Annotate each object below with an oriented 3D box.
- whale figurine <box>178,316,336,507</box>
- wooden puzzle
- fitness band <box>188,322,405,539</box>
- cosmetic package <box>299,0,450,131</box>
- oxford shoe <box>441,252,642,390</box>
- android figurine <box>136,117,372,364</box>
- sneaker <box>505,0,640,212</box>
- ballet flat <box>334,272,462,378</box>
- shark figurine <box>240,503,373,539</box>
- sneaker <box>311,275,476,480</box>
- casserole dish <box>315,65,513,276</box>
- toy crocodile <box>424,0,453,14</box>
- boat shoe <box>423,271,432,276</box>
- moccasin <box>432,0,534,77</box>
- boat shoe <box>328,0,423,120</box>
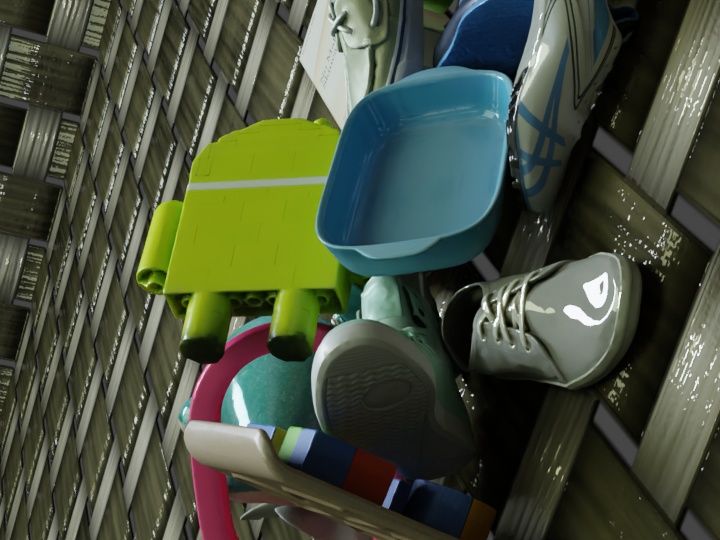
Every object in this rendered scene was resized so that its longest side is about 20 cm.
[{"bbox_3d":[-0.056,0.099,1.261,0.200,0.157,0.105,-76,-10,-68],"label":"whale figurine"},{"bbox_3d":[0.003,0.135,1.025,0.047,0.199,0.185,-63,16,-12],"label":"wooden puzzle"},{"bbox_3d":[-0.042,0.134,1.152,0.037,0.142,0.202,-64,-32,-81],"label":"fitness band"},{"bbox_3d":[0.015,-0.174,1.367,0.200,0.072,0.104,-121,47,-63],"label":"cosmetic package"},{"bbox_3d":[0.102,0.030,1.002,0.200,0.057,0.076,162,121,-68],"label":"oxford shoe"},{"bbox_3d":[-0.061,-0.027,1.159,0.041,0.180,0.201,69,-158,-49],"label":"android figurine"},{"bbox_3d":[0.126,-0.122,1.024,0.072,0.072,0.202,-78,-5,-59],"label":"sneaker"},{"bbox_3d":[0.000,0.000,1.185,0.200,0.067,0.071,37,118,31],"label":"ballet flat"},{"bbox_3d":[-0.028,0.184,1.244,0.215,0.089,0.129,-133,59,-66],"label":"shark figurine"},{"bbox_3d":[0.007,0.046,1.039,0.201,0.073,0.119,52,-162,-61],"label":"sneaker"},{"bbox_3d":[0.041,-0.060,1.098,0.201,0.120,0.039,-76,-28,-49],"label":"casserole dish"},{"bbox_3d":[0.052,-0.257,1.316,0.200,0.067,0.062,-110,37,-58],"label":"toy crocodile"},{"bbox_3d":[0.030,-0.022,1.229,0.201,0.071,0.062,122,149,-42],"label":"boat shoe"},{"bbox_3d":[0.091,-0.178,1.133,0.200,0.080,0.069,151,133,-65],"label":"moccasin"},{"bbox_3d":[0.007,-0.184,1.208,0.072,0.061,0.202,-179,95,-69],"label":"boat shoe"}]
